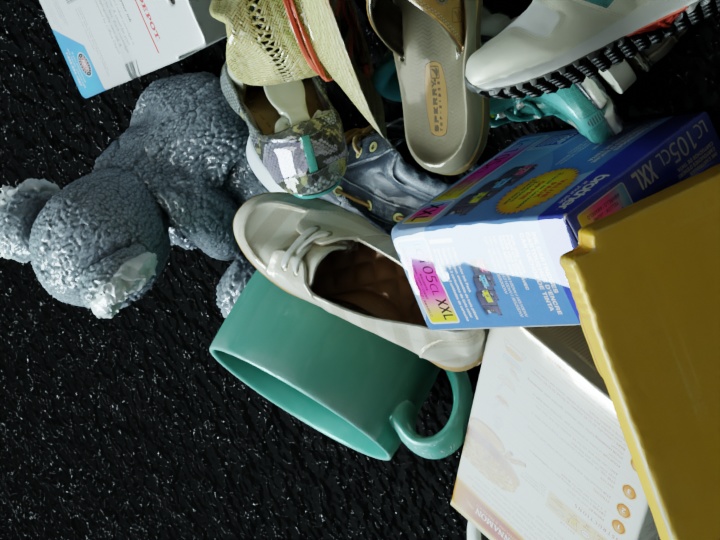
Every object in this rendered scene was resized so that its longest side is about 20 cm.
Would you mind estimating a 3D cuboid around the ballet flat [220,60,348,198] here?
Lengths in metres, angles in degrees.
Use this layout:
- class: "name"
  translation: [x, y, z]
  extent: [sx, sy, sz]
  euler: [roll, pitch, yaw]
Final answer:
- class: "ballet flat"
  translation: [-0.056, -0.127, 1.487]
  extent: [0.201, 0.071, 0.073]
  euler: [-119, 22, -53]

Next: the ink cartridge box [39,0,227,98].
- class: "ink cartridge box"
  translation: [-0.162, -0.210, 1.611]
  extent: [0.199, 0.066, 0.117]
  euler: [-11, 104, 55]

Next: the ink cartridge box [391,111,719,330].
- class: "ink cartridge box"
  translation: [0.134, -0.029, 1.293]
  extent: [0.199, 0.136, 0.077]
  euler: [-2, 118, 53]

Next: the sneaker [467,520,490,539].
- class: "sneaker"
  translation: [0.124, 0.254, 1.567]
  extent: [0.201, 0.075, 0.081]
  euler: [64, 159, -12]

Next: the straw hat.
- class: "straw hat"
  translation: [-0.051, -0.161, 1.388]
  extent: [0.201, 0.084, 0.203]
  euler: [-18, -90, -84]

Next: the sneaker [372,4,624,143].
- class: "sneaker"
  translation: [0.085, -0.111, 1.334]
  extent: [0.199, 0.080, 0.078]
  euler: [26, 160, 48]

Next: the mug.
- class: "mug"
  translation: [-0.002, 0.056, 1.538]
  extent: [0.184, 0.115, 0.152]
  euler: [31, 169, -3]

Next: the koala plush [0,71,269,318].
- class: "koala plush"
  translation: [-0.170, -0.040, 1.625]
  extent: [0.177, 0.199, 0.185]
  euler: [34, 138, 34]

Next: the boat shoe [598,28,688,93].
- class: "boat shoe"
  translation: [0.114, -0.197, 1.269]
  extent: [0.202, 0.060, 0.072]
  euler: [54, -176, 16]

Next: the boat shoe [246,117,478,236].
- class: "boat shoe"
  translation: [0.005, -0.076, 1.494]
  extent: [0.199, 0.071, 0.091]
  euler: [32, 136, 25]

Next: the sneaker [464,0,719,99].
- class: "sneaker"
  translation: [0.138, -0.168, 1.184]
  extent: [0.199, 0.070, 0.094]
  euler: [-26, 84, 13]

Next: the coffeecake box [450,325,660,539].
- class: "coffeecake box"
  translation: [0.149, 0.122, 1.437]
  extent: [0.153, 0.073, 0.201]
  euler: [40, 140, 29]

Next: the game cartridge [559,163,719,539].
- class: "game cartridge"
  translation: [0.219, 0.041, 1.205]
  extent: [0.201, 0.175, 0.032]
  euler: [69, 168, -10]

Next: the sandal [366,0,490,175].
- class: "sandal"
  translation: [0.032, -0.155, 1.279]
  extent: [0.080, 0.054, 0.202]
  euler: [1, 100, 49]

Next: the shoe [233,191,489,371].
- class: "shoe"
  translation: [0.000, 0.000, 1.439]
  extent: [0.199, 0.070, 0.053]
  euler: [28, 173, 15]
